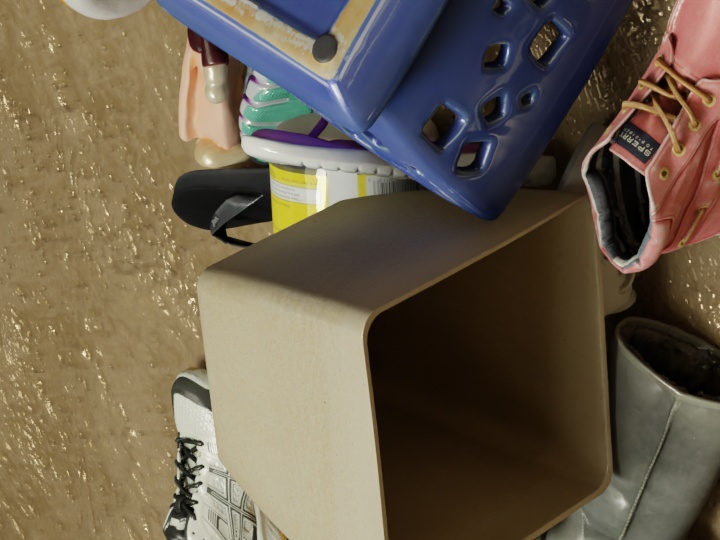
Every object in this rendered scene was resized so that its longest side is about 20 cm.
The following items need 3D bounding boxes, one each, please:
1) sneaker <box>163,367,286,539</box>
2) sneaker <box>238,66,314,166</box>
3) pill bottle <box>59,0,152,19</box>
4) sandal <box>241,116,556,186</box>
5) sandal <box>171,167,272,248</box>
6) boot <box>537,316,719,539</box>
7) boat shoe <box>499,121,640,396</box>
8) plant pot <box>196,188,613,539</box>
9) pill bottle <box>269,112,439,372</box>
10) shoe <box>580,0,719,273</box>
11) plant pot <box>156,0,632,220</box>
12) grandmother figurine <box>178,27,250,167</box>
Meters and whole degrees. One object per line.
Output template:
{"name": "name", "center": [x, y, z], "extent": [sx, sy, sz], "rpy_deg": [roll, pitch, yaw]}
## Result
{"name": "sneaker", "center": [-0.118, 0.178, 2.038], "extent": [0.076, 0.088, 0.200], "rpy_deg": [3, 114, 55]}
{"name": "sneaker", "center": [-0.045, -0.158, 1.733], "extent": [0.200, 0.074, 0.088], "rpy_deg": [104, 158, -51]}
{"name": "pill bottle", "center": [-0.224, -0.266, 1.835], "extent": [0.200, 0.116, 0.116], "rpy_deg": [35, 138, 37]}
{"name": "sandal", "center": [0.023, -0.081, 1.581], "extent": [0.082, 0.202, 0.050], "rpy_deg": [-172, 87, -68]}
{"name": "sandal", "center": [-0.071, -0.043, 1.816], "extent": [0.200, 0.076, 0.043], "rpy_deg": [-6, 69, 55]}
{"name": "boot", "center": [0.204, 0.145, 1.596], "extent": [0.182, 0.073, 0.200], "rpy_deg": [30, 123, 10]}
{"name": "boat shoe", "center": [0.138, 0.004, 1.579], "extent": [0.066, 0.072, 0.200], "rpy_deg": [18, 118, 6]}
{"name": "plant pot", "center": [0.016, 0.059, 1.533], "extent": [0.177, 0.200, 0.200], "rpy_deg": [18, 124, 41]}
{"name": "pill bottle", "center": [0.000, 0.000, 1.692], "extent": [0.112, 0.112, 0.200], "rpy_deg": [16, 114, 48]}
{"name": "shoe", "center": [0.180, -0.090, 1.427], "extent": [0.071, 0.091, 0.200], "rpy_deg": [36, 139, 34]}
{"name": "plant pot", "center": [0.017, -0.171, 1.438], "extent": [0.200, 0.180, 0.200], "rpy_deg": [35, 98, 34]}
{"name": "grandmother figurine", "center": [-0.102, -0.162, 1.757], "extent": [0.121, 0.060, 0.200], "rpy_deg": [-108, 10, -45]}
